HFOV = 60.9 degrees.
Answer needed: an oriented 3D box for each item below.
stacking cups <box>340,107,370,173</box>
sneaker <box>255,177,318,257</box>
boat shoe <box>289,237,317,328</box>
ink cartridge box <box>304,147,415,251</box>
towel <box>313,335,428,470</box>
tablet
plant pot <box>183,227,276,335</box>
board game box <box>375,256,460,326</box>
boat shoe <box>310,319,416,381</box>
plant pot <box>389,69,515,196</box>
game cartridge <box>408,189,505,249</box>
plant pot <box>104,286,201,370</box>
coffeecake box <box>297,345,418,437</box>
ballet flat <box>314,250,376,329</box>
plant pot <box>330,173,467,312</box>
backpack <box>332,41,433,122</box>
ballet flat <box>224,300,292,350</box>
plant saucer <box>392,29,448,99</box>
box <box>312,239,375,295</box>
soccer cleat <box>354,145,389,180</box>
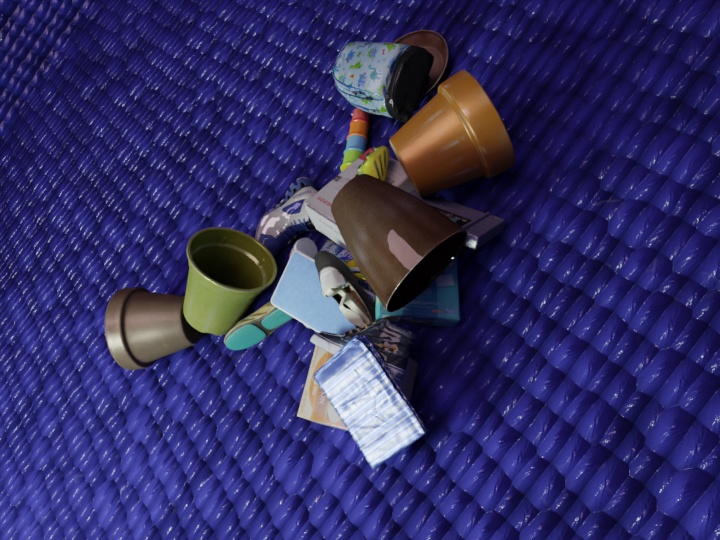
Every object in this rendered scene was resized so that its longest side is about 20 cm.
[{"bbox_3d":[-0.006,-0.281,1.396,0.060,0.060,0.202,-3,66,33],"label":"stacking cups"},{"bbox_3d":[-0.149,-0.112,1.402,0.115,0.080,0.200,37,91,41],"label":"sneaker"},{"bbox_3d":[-0.117,0.032,1.334,0.065,0.073,0.202,-36,53,55],"label":"boat shoe"},{"bbox_3d":[0.006,-0.144,1.269,0.200,0.085,0.145,-41,49,-18],"label":"ink cartridge box"},{"bbox_3d":[0.011,0.226,1.052,0.145,0.024,0.201,-42,75,30],"label":"towel"},{"bbox_3d":[-0.078,0.059,1.251,0.199,0.014,0.131,30,102,12],"label":"tablet"},{"bbox_3d":[-0.312,0.038,1.370,0.185,0.199,0.201,-60,45,34],"label":"plant pot"},{"bbox_3d":[0.106,-0.001,1.149,0.149,0.047,0.202,5,66,-7],"label":"board game box"},{"bbox_3d":[0.006,0.127,1.113,0.199,0.071,0.092,17,76,30],"label":"boat shoe"},{"bbox_3d":[0.161,-0.238,1.150,0.182,0.200,0.201,-31,55,6],"label":"plant pot"},{"bbox_3d":[0.156,-0.102,1.145,0.199,0.129,0.039,24,117,28],"label":"game cartridge"},{"bbox_3d":[-0.481,0.129,1.468,0.173,0.200,0.202,-8,64,12],"label":"plant pot"},{"bbox_3d":[-0.006,0.226,1.161,0.198,0.073,0.155,4,71,35],"label":"coffeecake box"},{"bbox_3d":[-0.029,0.044,1.189,0.200,0.068,0.068,48,121,7],"label":"ballet flat"},{"bbox_3d":[0.048,-0.066,1.050,0.187,0.187,0.200,-46,72,8],"label":"plant pot"},{"bbox_3d":[0.035,-0.425,1.345,0.199,0.153,0.164,25,91,52],"label":"backpack"},{"bbox_3d":[-0.220,0.112,1.369,0.199,0.071,0.071,-32,55,20],"label":"ballet flat"},{"bbox_3d":[0.116,-0.454,1.401,0.199,0.037,0.202,-14,64,29],"label":"plant saucer"},{"bbox_3d":[0.000,0.000,1.251,0.199,0.070,0.065,18,65,38],"label":"box"},{"bbox_3d":[0.022,-0.162,1.193,0.083,0.065,0.201,28,56,-1],"label":"soccer cleat"}]
